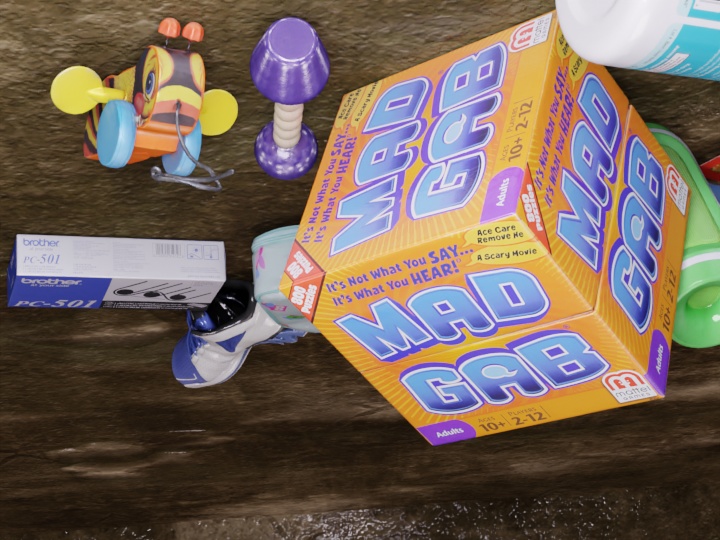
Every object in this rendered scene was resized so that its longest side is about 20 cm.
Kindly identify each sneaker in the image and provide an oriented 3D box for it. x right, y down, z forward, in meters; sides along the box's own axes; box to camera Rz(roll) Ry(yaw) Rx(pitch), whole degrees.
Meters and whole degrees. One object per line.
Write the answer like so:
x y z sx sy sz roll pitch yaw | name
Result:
-0.154 0.053 1.609 0.115 0.081 0.199 17 146 -41 | sneaker

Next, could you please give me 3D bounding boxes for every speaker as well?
0.248 -0.032 1.204 0.088 0.200 0.089 -6 131 -7 | speaker

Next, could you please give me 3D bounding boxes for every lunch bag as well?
0.000 0.000 1.461 0.199 0.077 0.160 -8 161 10 | lunch bag

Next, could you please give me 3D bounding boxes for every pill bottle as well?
0.228 -0.171 0.925 0.199 0.111 0.111 4 160 -24 | pill bottle

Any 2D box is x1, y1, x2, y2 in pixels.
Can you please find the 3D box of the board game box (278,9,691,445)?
0.098 -0.024 1.096 0.199 0.200 0.200 -17 131 35 | board game box

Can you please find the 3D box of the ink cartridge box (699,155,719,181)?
0.415 -0.090 1.324 0.160 0.047 0.200 10 155 -39 | ink cartridge box

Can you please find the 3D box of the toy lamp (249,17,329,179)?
-0.053 -0.124 1.096 0.058 0.058 0.200 -2 162 -6 | toy lamp

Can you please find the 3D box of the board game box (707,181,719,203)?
0.234 -0.063 1.382 0.199 0.039 0.158 10 146 -35 | board game box

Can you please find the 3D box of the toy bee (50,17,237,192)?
-0.134 -0.119 1.054 0.199 0.109 0.131 14 -174 40 | toy bee

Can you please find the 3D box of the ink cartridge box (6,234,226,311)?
-0.238 0.003 1.469 0.199 0.044 0.094 2 160 -18 | ink cartridge box
